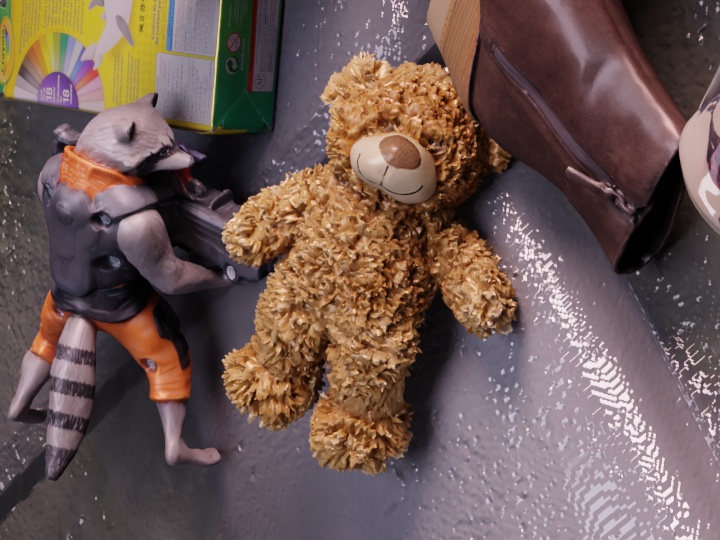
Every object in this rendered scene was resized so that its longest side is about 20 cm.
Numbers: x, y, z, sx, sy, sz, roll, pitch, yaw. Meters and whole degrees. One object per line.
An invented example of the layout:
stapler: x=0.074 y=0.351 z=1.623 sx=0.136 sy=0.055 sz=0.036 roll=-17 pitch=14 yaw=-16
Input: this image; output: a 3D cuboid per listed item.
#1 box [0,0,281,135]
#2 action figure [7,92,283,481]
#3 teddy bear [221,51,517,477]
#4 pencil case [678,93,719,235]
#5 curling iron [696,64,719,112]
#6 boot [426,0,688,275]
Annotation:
box: x=-0.123 y=-0.138 z=1.534 sx=0.200 sy=0.048 sz=0.118 roll=12 pitch=100 yaw=43
action figure: x=-0.107 y=0.009 z=1.475 sx=0.200 sy=0.105 sz=0.194 roll=18 pitch=116 yaw=36
teddy bear: x=0.000 y=0.000 z=1.378 sx=0.145 sy=0.067 sz=0.200 roll=48 pitch=117 yaw=20
pencil case: x=0.211 y=-0.084 z=1.162 sx=0.200 sy=0.078 sz=0.090 roll=-48 pitch=54 yaw=35
curling iron: x=0.191 y=-0.126 z=1.214 sx=0.050 sy=0.026 sz=0.200 roll=44 pitch=126 yaw=12
boot: x=0.100 y=-0.115 z=1.262 sx=0.166 sy=0.072 sz=0.200 roll=53 pitch=149 yaw=29
